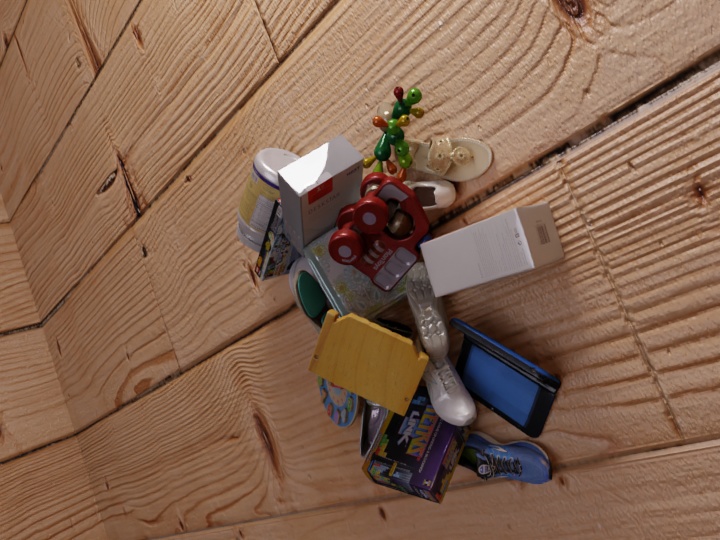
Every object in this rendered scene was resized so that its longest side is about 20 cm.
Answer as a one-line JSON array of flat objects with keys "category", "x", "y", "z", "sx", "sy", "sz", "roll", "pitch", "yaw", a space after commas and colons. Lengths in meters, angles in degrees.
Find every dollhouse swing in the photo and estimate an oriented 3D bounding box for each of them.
[{"category": "dollhouse swing", "x": 0.025, "y": 0.150, "z": 1.144, "sx": 0.196, "sy": 0.176, "sz": 0.185, "roll": 23, "pitch": 115, "yaw": 5}]

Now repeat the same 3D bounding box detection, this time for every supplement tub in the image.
[{"category": "supplement tub", "x": -0.197, "y": -0.155, "z": 1.352, "sx": 0.145, "sy": 0.144, "sz": 0.203, "roll": 44, "pitch": 125, "yaw": 25}]

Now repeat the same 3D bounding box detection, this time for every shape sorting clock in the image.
[{"category": "shape sorting clock", "x": -0.055, "y": 0.254, "z": 1.356, "sx": 0.198, "sy": 0.038, "sz": 0.207, "roll": 2, "pitch": 92, "yaw": 59}]

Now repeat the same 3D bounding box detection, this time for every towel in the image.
[{"category": "towel", "x": 0.000, "y": 0.000, "z": 1.196, "sx": 0.203, "sy": 0.169, "sz": 0.048, "roll": 59, "pitch": 169, "yaw": 5}]

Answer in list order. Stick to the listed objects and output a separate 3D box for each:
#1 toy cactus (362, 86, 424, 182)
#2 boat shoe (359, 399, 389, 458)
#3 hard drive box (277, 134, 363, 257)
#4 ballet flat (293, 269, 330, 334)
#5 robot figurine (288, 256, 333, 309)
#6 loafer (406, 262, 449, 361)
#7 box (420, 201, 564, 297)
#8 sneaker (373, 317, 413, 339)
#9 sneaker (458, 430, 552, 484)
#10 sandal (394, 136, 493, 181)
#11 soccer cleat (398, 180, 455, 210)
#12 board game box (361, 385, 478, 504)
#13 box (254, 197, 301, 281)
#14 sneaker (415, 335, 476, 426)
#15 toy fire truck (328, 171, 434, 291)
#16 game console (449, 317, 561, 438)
[{"category": "toy cactus", "x": 0.051, "y": -0.259, "z": 1.115, "sx": 0.167, "sy": 0.099, "sz": 0.203, "roll": -104, "pitch": 22, "yaw": -48}, {"category": "boat shoe", "x": 0.033, "y": 0.308, "z": 1.297, "sx": 0.073, "sy": 0.064, "sz": 0.208, "roll": 21, "pitch": 112, "yaw": 36}, {"category": "hard drive box", "x": -0.077, "y": -0.144, "z": 1.186, "sx": 0.077, "sy": 0.154, "sz": 0.202, "roll": 47, "pitch": 158, "yaw": 23}, {"category": "ballet flat", "x": -0.096, "y": 0.088, "z": 1.248, "sx": 0.061, "sy": 0.068, "sz": 0.203, "roll": -4, "pitch": 124, "yaw": 46}, {"category": "robot figurine", "x": -0.080, "y": 0.012, "z": 1.303, "sx": 0.197, "sy": 0.111, "sz": 0.175, "roll": -17, "pitch": 75, "yaw": 42}, {"category": "loafer", "x": 0.127, "y": 0.076, "z": 1.129, "sx": 0.068, "sy": 0.071, "sz": 0.204, "roll": -10, "pitch": 53, "yaw": 5}, {"category": "box", "x": 0.221, "y": -0.034, "z": 1.013, "sx": 0.197, "sy": 0.123, "sz": 0.100, "roll": -20, "pitch": 86, "yaw": 42}, {"category": "sneaker", "x": 0.021, "y": 0.137, "z": 1.268, "sx": 0.197, "sy": 0.073, "sz": 0.082, "roll": 23, "pitch": 118, "yaw": 38}, {"category": "sneaker", "x": 0.254, "y": 0.355, "z": 1.091, "sx": 0.197, "sy": 0.088, "sz": 0.081, "roll": -2, "pitch": 100, "yaw": 42}, {"category": "sandal", "x": 0.134, "y": -0.205, "z": 1.091, "sx": 0.208, "sy": 0.069, "sz": 0.080, "roll": 16, "pitch": 110, "yaw": 39}, {"category": "soccer cleat", "x": 0.090, "y": -0.139, "z": 1.140, "sx": 0.197, "sy": 0.077, "sz": 0.071, "roll": -3, "pitch": 98, "yaw": 43}, {"category": "board game box", "x": 0.115, "y": 0.322, "z": 1.142, "sx": 0.162, "sy": 0.202, "sz": 0.057, "roll": -2, "pitch": 135, "yaw": 42}, {"category": "box", "x": -0.150, "y": -0.076, "z": 1.320, "sx": 0.040, "sy": 0.135, "sz": 0.203, "roll": 46, "pitch": 131, "yaw": 28}, {"category": "sneaker", "x": 0.150, "y": 0.202, "z": 1.117, "sx": 0.082, "sy": 0.069, "sz": 0.201, "roll": 80, "pitch": 163, "yaw": -44}, {"category": "toy fire truck", "x": 0.045, "y": -0.068, "z": 1.095, "sx": 0.166, "sy": 0.113, "sz": 0.201, "roll": 33, "pitch": 124, "yaw": -13}, {"category": "game console", "x": 0.238, "y": 0.192, "z": 1.058, "sx": 0.198, "sy": 0.170, "sz": 0.120, "roll": 30, "pitch": 91, "yaw": 33}]
